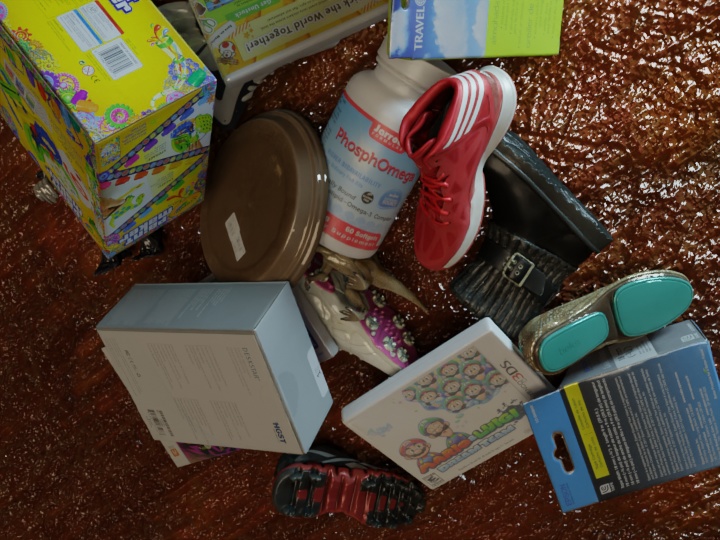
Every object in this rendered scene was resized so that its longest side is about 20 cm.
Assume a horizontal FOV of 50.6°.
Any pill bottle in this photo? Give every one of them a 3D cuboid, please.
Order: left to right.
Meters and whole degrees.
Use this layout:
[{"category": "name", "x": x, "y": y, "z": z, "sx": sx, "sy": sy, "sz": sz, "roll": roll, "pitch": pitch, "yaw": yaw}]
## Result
[{"category": "pill bottle", "x": 0.015, "y": -0.123, "z": 0.759, "sx": 0.107, "sy": 0.109, "sz": 0.203, "roll": 29, "pitch": 112, "yaw": 0}]

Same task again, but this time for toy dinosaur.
[{"category": "toy dinosaur", "x": 0.000, "y": 0.000, "z": 0.801, "sx": 0.197, "sy": 0.102, "sz": 0.059, "roll": 31, "pitch": 126, "yaw": -9}]

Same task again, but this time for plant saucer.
[{"category": "plant saucer", "x": -0.107, "y": -0.066, "z": 0.779, "sx": 0.197, "sy": 0.029, "sz": 0.206, "roll": -9, "pitch": 77, "yaw": 44}]

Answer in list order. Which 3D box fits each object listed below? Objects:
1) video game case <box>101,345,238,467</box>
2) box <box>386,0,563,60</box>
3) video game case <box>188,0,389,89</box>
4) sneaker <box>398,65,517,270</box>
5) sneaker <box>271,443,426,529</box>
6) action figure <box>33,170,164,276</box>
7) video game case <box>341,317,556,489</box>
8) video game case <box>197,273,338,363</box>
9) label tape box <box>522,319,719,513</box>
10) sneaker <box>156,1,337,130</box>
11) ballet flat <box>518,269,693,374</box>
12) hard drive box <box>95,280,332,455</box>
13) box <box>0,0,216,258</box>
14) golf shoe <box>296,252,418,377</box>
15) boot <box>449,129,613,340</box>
[{"category": "video game case", "x": -0.194, "y": 0.134, "z": 0.902, "sx": 0.197, "sy": 0.036, "sz": 0.184, "roll": -21, "pitch": 105, "yaw": 33}, {"category": "box", "x": 0.097, "y": -0.251, "z": 0.670, "sx": 0.196, "sy": 0.047, "sz": 0.125, "roll": -11, "pitch": 113, "yaw": -30}, {"category": "video game case", "x": -0.067, "y": -0.286, "z": 0.684, "sx": 0.196, "sy": 0.023, "sz": 0.186, "roll": -24, "pitch": 84, "yaw": -5}, {"category": "sneaker", "x": 0.063, "y": -0.086, "z": 0.694, "sx": 0.078, "sy": 0.114, "sz": 0.205, "roll": 33, "pitch": 122, "yaw": 36}, {"category": "sneaker", "x": -0.017, "y": 0.256, "z": 0.920, "sx": 0.195, "sy": 0.098, "sz": 0.073, "roll": 13, "pitch": 100, "yaw": -19}, {"category": "action figure", "x": -0.282, "y": -0.103, "z": 0.830, "sx": 0.116, "sy": 0.102, "sz": 0.205, "roll": -13, "pitch": 108, "yaw": 8}, {"category": "video game case", "x": 0.107, "y": 0.156, "z": 0.843, "sx": 0.198, "sy": 0.024, "sz": 0.182, "roll": -34, "pitch": 127, "yaw": 20}, {"category": "video game case", "x": -0.132, "y": 0.066, "z": 0.868, "sx": 0.198, "sy": 0.018, "sz": 0.145, "roll": -27, "pitch": 100, "yaw": 38}, {"category": "label tape box", "x": 0.286, "y": 0.158, "z": 0.821, "sx": 0.195, "sy": 0.063, "sz": 0.147, "roll": -20, "pitch": 104, "yaw": 13}, {"category": "sneaker", "x": -0.117, "y": -0.209, "z": 0.781, "sx": 0.195, "sy": 0.130, "sz": 0.081, "roll": -18, "pitch": 66, "yaw": -19}, {"category": "ballet flat", "x": 0.247, "y": 0.044, "z": 0.788, "sx": 0.195, "sy": 0.065, "sz": 0.072, "roll": -18, "pitch": 107, "yaw": -14}, {"category": "hard drive box", "x": -0.146, "y": 0.098, "z": 0.776, "sx": 0.195, "sy": 0.077, "sz": 0.159, "roll": 0, "pitch": 124, "yaw": 27}, {"category": "box", "x": -0.243, "y": -0.158, "z": 0.700, "sx": 0.201, "sy": 0.121, "sz": 0.193, "roll": 50, "pitch": 152, "yaw": 11}, {"category": "golf shoe", "x": -0.021, "y": 0.056, "z": 0.856, "sx": 0.200, "sy": 0.075, "sz": 0.092, "roll": 44, "pitch": 122, "yaw": 1}, {"category": "boot", "x": 0.136, "y": -0.042, "z": 0.779, "sx": 0.211, "sy": 0.080, "sz": 0.158, "roll": 43, "pitch": 111, "yaw": -6}]
